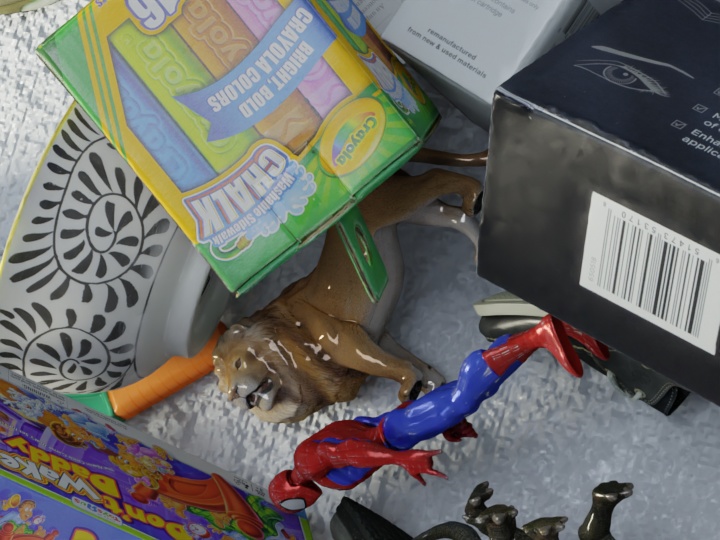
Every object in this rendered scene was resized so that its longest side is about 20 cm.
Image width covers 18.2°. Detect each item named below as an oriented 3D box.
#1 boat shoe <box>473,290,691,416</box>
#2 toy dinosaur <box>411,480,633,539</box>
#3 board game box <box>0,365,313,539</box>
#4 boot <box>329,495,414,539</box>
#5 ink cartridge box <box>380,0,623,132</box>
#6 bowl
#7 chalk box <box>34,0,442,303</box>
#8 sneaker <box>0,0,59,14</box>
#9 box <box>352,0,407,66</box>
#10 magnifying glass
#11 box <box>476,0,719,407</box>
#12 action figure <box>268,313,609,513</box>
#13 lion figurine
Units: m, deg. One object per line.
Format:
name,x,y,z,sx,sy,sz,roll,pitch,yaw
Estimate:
boat shoe,0.146,0.042,1.156,0.199,0.072,0.068,7,104,31
toy dinosaur,0.092,0.156,1.079,0.199,0.077,0.103,-6,104,38
board game box,-0.115,0.129,1.149,0.045,0.199,0.135,-59,19,13
boot,-0.001,0.209,1.138,0.131,0.068,0.200,-52,31,9
ink cartridge box,0.120,-0.163,1.179,0.083,0.146,0.201,34,90,28
bowl,-0.118,-0.010,1.232,0.094,0.201,0.202,21,84,7
chalk box,-0.042,-0.075,1.116,0.124,0.124,0.200,-39,95,11
sneaker,-0.179,-0.233,1.366,0.199,0.089,0.077,-34,65,13
box,-0.052,-0.176,1.227,0.124,0.097,0.200,-44,93,-8
magnifying glass,-0.159,0.086,1.306,0.199,0.022,0.080,-29,66,13
box,0.193,-0.043,1.075,0.196,0.118,0.200,29,45,28
action figure,0.032,0.078,1.148,0.199,0.065,0.052,-26,93,28
lion figurine,0.000,0.000,1.214,0.122,0.072,0.201,27,102,23
